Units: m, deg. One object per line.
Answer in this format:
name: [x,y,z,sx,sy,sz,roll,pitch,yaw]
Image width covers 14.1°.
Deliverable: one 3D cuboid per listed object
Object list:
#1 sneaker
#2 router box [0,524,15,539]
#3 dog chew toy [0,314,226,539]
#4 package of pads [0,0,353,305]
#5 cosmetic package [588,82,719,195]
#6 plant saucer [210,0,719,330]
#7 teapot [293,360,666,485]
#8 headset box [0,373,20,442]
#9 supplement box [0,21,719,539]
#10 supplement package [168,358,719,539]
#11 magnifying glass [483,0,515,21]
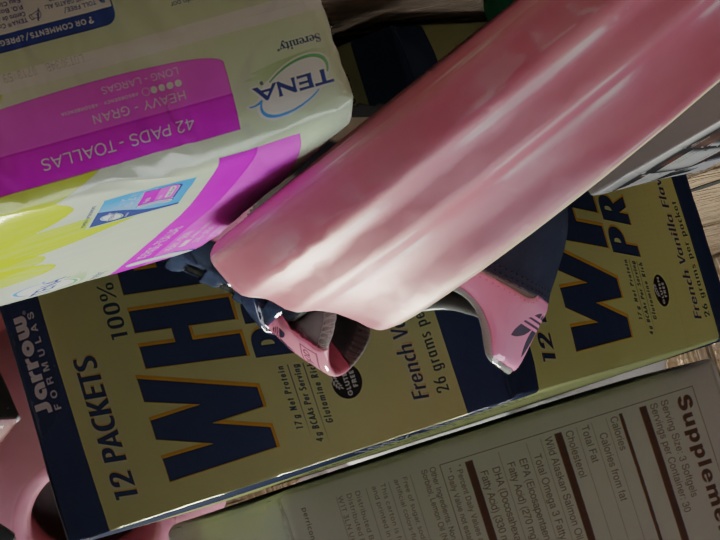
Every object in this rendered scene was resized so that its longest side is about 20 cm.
sneaker: [-0.031,-0.009,0.943,0.199,0.082,0.070,1,168,22]
router box: [-0.205,0.091,0.796,0.062,0.150,0.200,18,165,41]
dog chew toy: [-0.122,0.054,1.233,0.124,0.125,0.200,-17,-151,-3]
package of pads: [-0.101,-0.029,0.783,0.154,0.069,0.200,-17,175,-16]
cosmetic package: [0.163,-0.092,0.979,0.200,0.051,0.082,-31,172,33]
plant saucer: [0.049,-0.049,0.808,0.200,0.051,0.201,-38,-178,1]
teapot: [0.031,0.038,1.284,0.196,0.201,0.146,-4,-170,26]
headset box: [-0.226,0.073,1.033,0.148,0.075,0.200,0,141,-42]
supplement box: [0.000,0.000,1.097,0.199,0.135,0.200,-20,175,30]
supplement package: [0.047,0.121,1.139,0.199,0.118,0.117,-15,175,-28]
magnifying glass: [0.103,-0.103,1.002,0.079,0.023,0.200,-20,173,27]
